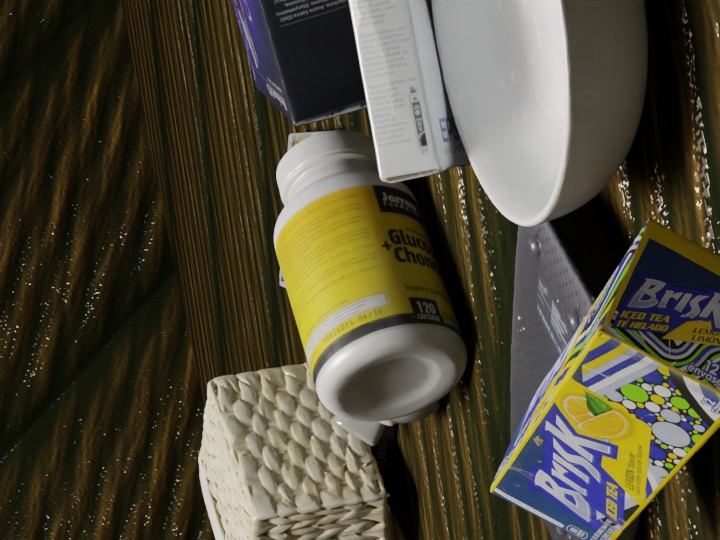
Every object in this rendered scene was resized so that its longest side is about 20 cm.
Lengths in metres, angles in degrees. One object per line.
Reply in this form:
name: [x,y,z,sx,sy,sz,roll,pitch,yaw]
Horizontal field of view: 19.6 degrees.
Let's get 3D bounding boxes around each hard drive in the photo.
hard drive: [0.119,0.061,1.136,0.135,0.042,0.201,-113,17,-50]

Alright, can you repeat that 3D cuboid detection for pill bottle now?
pill bottle: [0.000,0.000,1.507,0.112,0.111,0.201,96,160,-55]

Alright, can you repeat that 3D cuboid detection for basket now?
basket: [-0.060,0.186,1.801,0.200,0.134,0.124,-115,21,-50]

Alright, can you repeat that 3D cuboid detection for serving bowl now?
serving bowl: [0.094,-0.126,1.023,0.200,0.065,0.202,170,90,-77]

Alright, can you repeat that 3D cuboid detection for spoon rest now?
spoon rest: [0.014,0.090,1.627,0.061,0.099,0.200,-59,-3,-13]

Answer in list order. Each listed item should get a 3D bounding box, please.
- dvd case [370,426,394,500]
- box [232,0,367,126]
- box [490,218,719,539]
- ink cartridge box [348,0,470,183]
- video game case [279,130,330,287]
dvd case: [-0.008,0.099,1.868,0.151,0.025,0.201,94,162,-51]
box: [-0.038,-0.219,1.452,0.148,0.104,0.201,-133,26,-71]
box: [0.123,0.059,0.960,0.065,0.070,0.200,-61,-3,-28]
ink cartridge box: [0.033,-0.155,1.181,0.200,0.040,0.202,-23,-78,-74]
video game case: [-0.044,-0.051,1.851,0.200,0.018,0.144,-165,78,-78]
